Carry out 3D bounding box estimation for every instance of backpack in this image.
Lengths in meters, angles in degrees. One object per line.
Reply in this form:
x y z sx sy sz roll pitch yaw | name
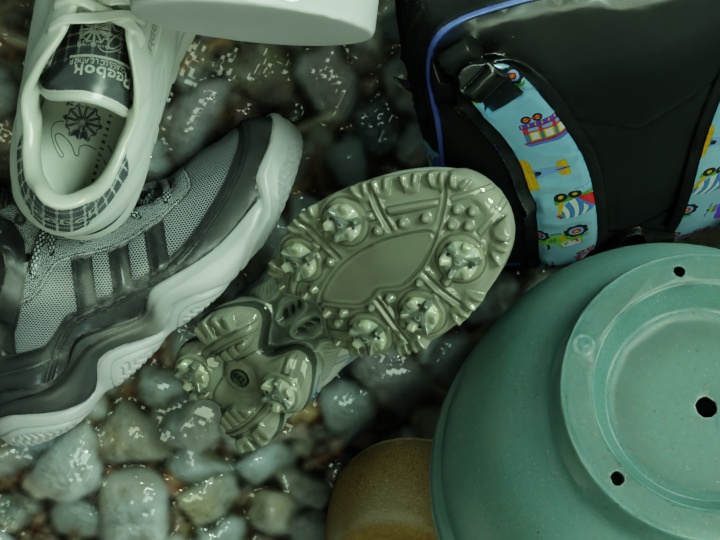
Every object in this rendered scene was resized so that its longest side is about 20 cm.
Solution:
0.105 -0.095 0.802 0.182 0.135 0.200 -15 147 -2 | backpack

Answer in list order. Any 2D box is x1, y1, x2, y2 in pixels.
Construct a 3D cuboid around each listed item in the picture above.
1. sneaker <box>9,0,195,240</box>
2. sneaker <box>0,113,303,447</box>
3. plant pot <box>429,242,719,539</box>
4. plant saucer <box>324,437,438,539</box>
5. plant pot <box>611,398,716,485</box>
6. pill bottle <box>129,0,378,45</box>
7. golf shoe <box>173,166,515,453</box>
-0.101 -0.111 0.763 0.076 0.081 0.200 8 86 -2 | sneaker
-0.125 -0.018 0.828 0.200 0.075 0.114 -44 112 10 | sneaker
0.133 0.071 0.767 0.200 0.200 0.134 1 158 -2 | plant pot
0.048 0.176 0.885 0.035 0.200 0.200 -34 122 -39 | plant saucer
0.163 0.143 0.916 0.141 0.141 0.200 -39 103 8 | plant pot
-0.034 -0.194 0.712 0.114 0.114 0.200 5 89 -12 | pill bottle
0.000 0.000 0.818 0.200 0.097 0.078 -33 97 40 | golf shoe
